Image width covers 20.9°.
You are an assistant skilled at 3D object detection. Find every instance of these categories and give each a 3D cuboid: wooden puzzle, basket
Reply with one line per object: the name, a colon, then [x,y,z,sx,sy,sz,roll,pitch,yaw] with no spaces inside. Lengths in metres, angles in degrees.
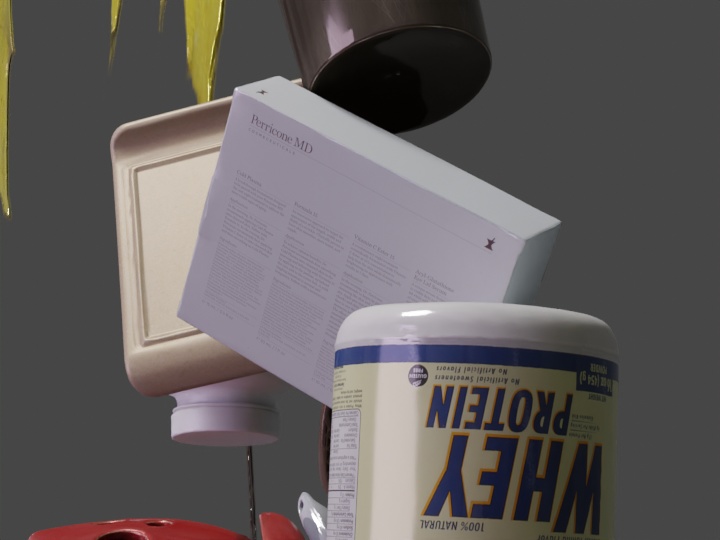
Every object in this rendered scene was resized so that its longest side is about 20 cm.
wooden puzzle: [-0.072,-0.024,1.304,0.037,0.183,0.202,61,-162,-61]
basket: [0.004,-0.196,1.186,0.181,0.135,0.201,86,172,-62]

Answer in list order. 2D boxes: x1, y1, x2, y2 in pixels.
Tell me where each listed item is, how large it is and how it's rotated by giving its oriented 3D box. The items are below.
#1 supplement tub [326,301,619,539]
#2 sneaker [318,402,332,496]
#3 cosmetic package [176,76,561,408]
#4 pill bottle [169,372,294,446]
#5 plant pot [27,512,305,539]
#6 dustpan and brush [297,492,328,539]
supplement tub: [0.055,0.123,0.969,0.145,0.144,0.202,164,109,-66]
sneaker: [0.017,0.044,1.204,0.076,0.070,0.202,-146,68,-83]
cosmetic package: [0.000,0.000,1.111,0.199,0.052,0.152,29,119,23]
pill bottle: [-0.094,0.020,1.390,0.112,0.111,0.202,153,120,-63]
plant pot: [-0.112,0.254,1.248,0.200,0.181,0.202,172,90,-84]
dustpan and brush: [0.011,0.199,1.162,0.200,0.057,0.140,-117,39,-53]
